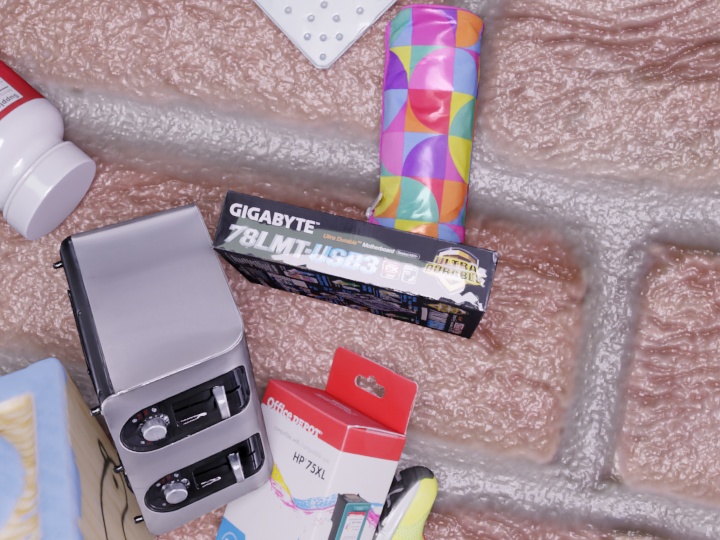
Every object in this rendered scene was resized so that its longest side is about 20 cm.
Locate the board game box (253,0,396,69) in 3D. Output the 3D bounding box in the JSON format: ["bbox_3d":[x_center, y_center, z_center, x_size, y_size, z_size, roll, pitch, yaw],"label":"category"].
[{"bbox_3d":[-0.028,-0.306,0.972,0.200,0.026,0.200,-44,87,4],"label":"board game box"}]

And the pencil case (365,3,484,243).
[{"bbox_3d":[0.052,-0.113,0.940,0.087,0.088,0.203,7,89,4],"label":"pencil case"}]

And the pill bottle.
[{"bbox_3d":[-0.320,-0.121,0.953,0.200,0.112,0.113,40,93,3],"label":"pill bottle"}]

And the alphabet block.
[{"bbox_3d":[-0.269,0.224,0.865,0.194,0.196,0.201,-19,133,-1],"label":"alphabet block"}]

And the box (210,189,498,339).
[{"bbox_3d":[0.000,0.000,0.884,0.196,0.200,0.050,12,83,5],"label":"box"}]

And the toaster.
[{"bbox_3d":[-0.149,0.068,0.882,0.117,0.182,0.201,-17,48,-12],"label":"toaster"}]

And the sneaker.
[{"bbox_3d":[0.030,0.259,0.953,0.089,0.078,0.202,21,97,-5],"label":"sneaker"}]

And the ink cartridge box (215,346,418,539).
[{"bbox_3d":[-0.038,0.165,0.926,0.067,0.116,0.202,17,92,-41],"label":"ink cartridge box"}]
